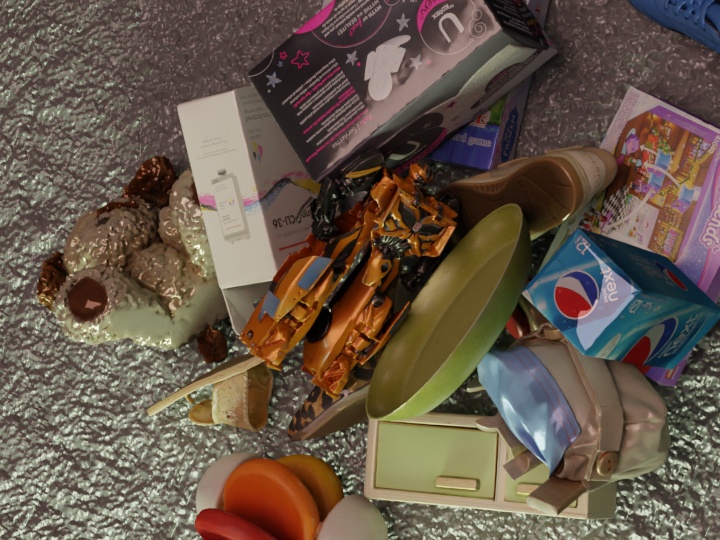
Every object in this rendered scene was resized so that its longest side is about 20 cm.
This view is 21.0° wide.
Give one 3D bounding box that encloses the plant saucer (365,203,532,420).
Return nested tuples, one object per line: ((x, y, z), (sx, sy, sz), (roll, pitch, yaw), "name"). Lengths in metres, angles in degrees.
((0.074, 0.039, 1.505), (0.031, 0.200, 0.200), (35, 104, -12), "plant saucer")

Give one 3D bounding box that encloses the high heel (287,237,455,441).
((-0.006, 0.045, 1.654), (0.200, 0.071, 0.143), (-38, 63, 16), "high heel")

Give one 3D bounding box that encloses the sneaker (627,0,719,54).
((0.281, -0.205, 1.517), (0.200, 0.078, 0.066), (33, 102, 29), "sneaker")

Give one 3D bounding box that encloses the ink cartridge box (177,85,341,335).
((-0.075, -0.056, 1.646), (0.067, 0.116, 0.201), (-10, 96, 34), "ink cartridge box")

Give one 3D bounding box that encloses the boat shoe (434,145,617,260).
((0.129, -0.056, 1.573), (0.200, 0.065, 0.072), (-23, 92, 55), "boat shoe")

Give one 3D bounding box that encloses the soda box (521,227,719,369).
((0.195, 0.024, 1.422), (0.068, 0.200, 0.064), (46, 106, 23), "soda box")

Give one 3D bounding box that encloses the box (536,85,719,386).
((0.232, -0.027, 1.545), (0.137, 0.039, 0.201), (30, 99, 28), "box")

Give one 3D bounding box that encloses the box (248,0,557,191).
((0.036, -0.165, 1.566), (0.200, 0.132, 0.115), (-37, 72, 20), "box")

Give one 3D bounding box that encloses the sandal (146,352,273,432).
((-0.098, 0.106, 1.689), (0.211, 0.078, 0.070), (-33, 89, 32), "sandal")

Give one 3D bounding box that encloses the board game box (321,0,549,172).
((0.055, -0.196, 1.658), (0.199, 0.041, 0.201), (13, 91, 29), "board game box")

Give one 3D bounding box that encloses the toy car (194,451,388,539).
((-0.086, 0.251, 1.624), (0.174, 0.150, 0.201), (17, 92, 28), "toy car")

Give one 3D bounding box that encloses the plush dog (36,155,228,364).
((-0.195, -0.005, 1.739), (0.200, 0.161, 0.172), (-43, 48, -12), "plush dog")

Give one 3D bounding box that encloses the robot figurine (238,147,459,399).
((0.000, 0.000, 1.552), (0.200, 0.145, 0.058), (-54, 41, 10), "robot figurine")

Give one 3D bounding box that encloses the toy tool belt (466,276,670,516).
((0.136, 0.093, 1.467), (0.123, 0.125, 0.200), (-27, 47, -13), "toy tool belt")

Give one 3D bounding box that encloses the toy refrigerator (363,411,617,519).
((0.104, 0.156, 1.577), (0.199, 0.070, 0.076), (3, 85, 28), "toy refrigerator")
